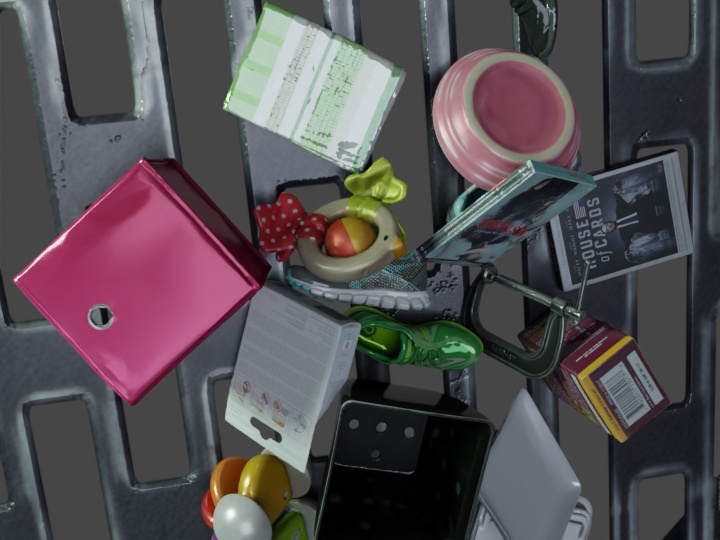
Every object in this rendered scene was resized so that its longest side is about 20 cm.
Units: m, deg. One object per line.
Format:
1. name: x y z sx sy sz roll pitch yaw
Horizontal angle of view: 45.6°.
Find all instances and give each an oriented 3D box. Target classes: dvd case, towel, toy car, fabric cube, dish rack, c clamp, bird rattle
1. dvd case: 0.182 -0.065 1.078 0.145 0.022 0.199 4 148 -46
2. towel: -0.058 -0.231 1.094 0.198 0.031 0.151 24 97 -11
3. toy car: -0.143 0.343 1.165 0.148 0.175 0.202 -8 108 29
4. fabric cube: -0.244 0.004 1.020 0.199 0.200 0.197 -41 96 3
5. dvd case: 0.358 -0.069 1.193 0.198 0.025 0.152 -17 105 -5
6. dish rack: 0.248 0.413 1.285 0.197 0.044 0.174 13 102 -11
7. c clamp: 0.212 0.048 1.125 0.027 0.199 0.173 -6 107 -40
8. bird rattle: -0.027 -0.052 1.064 0.198 0.164 0.114 -15 132 -13

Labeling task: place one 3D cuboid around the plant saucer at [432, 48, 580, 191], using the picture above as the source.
1. plant saucer: 0.191 -0.195 1.077 0.198 0.051 0.203 4 73 -13

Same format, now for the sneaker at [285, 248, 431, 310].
1. sneaker: 0.000 0.000 1.142 0.197 0.078 0.093 7 86 -13

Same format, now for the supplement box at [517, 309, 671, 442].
1. supplement box: 0.304 0.128 1.140 0.085 0.200 0.111 -36 107 -4

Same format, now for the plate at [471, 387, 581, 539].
1. plate: 0.230 0.303 1.207 0.032 0.200 0.201 -17 112 42

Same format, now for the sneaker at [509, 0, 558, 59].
1. sneaker: 0.200 -0.364 1.082 0.081 0.073 0.203 -12 97 6

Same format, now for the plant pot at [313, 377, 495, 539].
1. plant pot: 0.043 0.247 1.144 0.197 0.177 0.203 10 101 -10

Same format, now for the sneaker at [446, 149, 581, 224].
1. sneaker: 0.205 -0.104 1.118 0.199 0.086 0.078 -32 79 -1

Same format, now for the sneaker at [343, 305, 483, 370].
1. sneaker: 0.068 0.104 1.155 0.197 0.084 0.075 11 111 -5

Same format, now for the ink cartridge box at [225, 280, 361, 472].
1. ink cartridge box: -0.092 0.133 1.113 0.047 0.159 0.202 -3 111 -51
